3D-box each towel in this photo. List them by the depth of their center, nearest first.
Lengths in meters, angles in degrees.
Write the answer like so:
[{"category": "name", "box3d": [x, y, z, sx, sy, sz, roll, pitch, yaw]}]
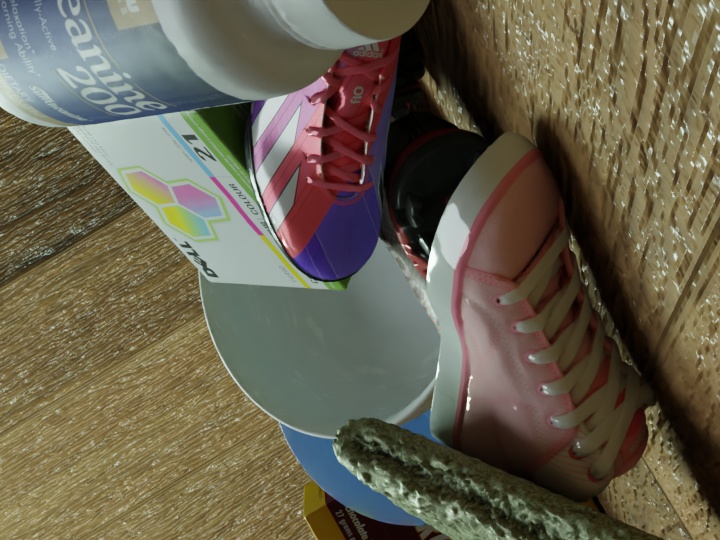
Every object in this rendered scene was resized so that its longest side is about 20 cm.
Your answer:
[{"category": "towel", "box3d": [0.090, 0.126, 0.726, 0.198, 0.037, 0.148, 21, 170, 32]}]

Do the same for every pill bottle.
[{"category": "pill bottle", "box3d": [-0.069, -0.121, 0.636, 0.198, 0.111, 0.112, -3, 127, 41]}]

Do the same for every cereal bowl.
[{"category": "cereal bowl", "box3d": [0.000, 0.000, 0.963, 0.083, 0.200, 0.201, -4, -122, -55]}]

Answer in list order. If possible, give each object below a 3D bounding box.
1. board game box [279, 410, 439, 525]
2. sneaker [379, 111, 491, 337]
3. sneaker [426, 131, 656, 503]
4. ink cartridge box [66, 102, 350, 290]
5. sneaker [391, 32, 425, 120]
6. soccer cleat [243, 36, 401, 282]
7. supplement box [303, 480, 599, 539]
[{"category": "board game box", "box3d": [0.035, 0.077, 1.098, 0.158, 0.200, 0.039, 46, -157, 12]}, {"category": "sneaker", "box3d": [0.059, 0.000, 0.817, 0.202, 0.070, 0.098, 64, 175, -33]}, {"category": "sneaker", "box3d": [0.087, 0.030, 0.694, 0.104, 0.075, 0.201, 29, 146, 23]}, {"category": "ink cartridge box", "box3d": [-0.103, -0.064, 0.835, 0.198, 0.076, 0.148, 2, 146, 38]}, {"category": "sneaker", "box3d": [-0.035, -0.156, 0.811, 0.075, 0.080, 0.201, 60, 178, 44]}, {"category": "soccer cleat", "box3d": [-0.011, -0.086, 0.709, 0.073, 0.068, 0.203, 26, 123, 56]}, {"category": "supplement box", "box3d": [0.070, 0.193, 1.275, 0.134, 0.199, 0.197, 60, 178, 0]}]
